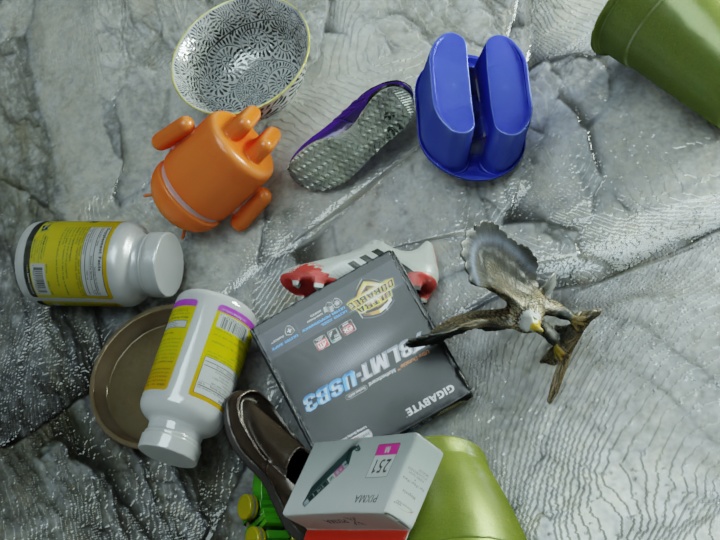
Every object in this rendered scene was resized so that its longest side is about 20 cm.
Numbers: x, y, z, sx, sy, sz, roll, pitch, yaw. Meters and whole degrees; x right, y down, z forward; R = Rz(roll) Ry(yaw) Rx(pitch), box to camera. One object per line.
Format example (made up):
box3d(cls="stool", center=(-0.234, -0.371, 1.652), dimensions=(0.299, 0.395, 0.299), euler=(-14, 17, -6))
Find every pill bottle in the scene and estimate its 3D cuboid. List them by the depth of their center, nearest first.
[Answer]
box3d(cls="pill bottle", center=(-0.200, 0.130, 1.641), dimensions=(0.104, 0.104, 0.200), euler=(7, 64, 22))
box3d(cls="pill bottle", center=(-0.340, -0.009, 1.792), dimensions=(0.200, 0.112, 0.113), euler=(1, 63, 18))

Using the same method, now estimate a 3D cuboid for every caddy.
box3d(cls="caddy", center=(0.143, -0.210, 1.753), dimensions=(0.141, 0.105, 0.200), euler=(2, 60, -6))

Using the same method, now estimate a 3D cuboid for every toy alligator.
box3d(cls="toy alligator", center=(-0.105, 0.322, 1.569), dimensions=(0.054, 0.059, 0.200), euler=(-48, 47, 38))

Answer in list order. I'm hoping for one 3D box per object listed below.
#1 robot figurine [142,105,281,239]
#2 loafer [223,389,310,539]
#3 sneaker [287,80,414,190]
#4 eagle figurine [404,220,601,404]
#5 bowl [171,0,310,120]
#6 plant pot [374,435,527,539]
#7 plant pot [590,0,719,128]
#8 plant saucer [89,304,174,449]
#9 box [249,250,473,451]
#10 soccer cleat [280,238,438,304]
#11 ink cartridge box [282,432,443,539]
box3d(cls="robot figurine", center=(-0.195, -0.130, 1.791), dimensions=(0.200, 0.144, 0.117), euler=(-40, 50, 23))
box3d(cls="loafer", center=(-0.085, 0.215, 1.586), dimensions=(0.200, 0.073, 0.071), euler=(55, 129, 16))
box3d(cls="sneaker", center=(-0.007, -0.183, 1.812), dimensions=(0.200, 0.070, 0.100), euler=(-34, 19, 19))
box3d(cls="eagle figurine", center=(0.165, 0.042, 1.545), dimensions=(0.200, 0.151, 0.152), euler=(21, 67, -12))
box3d(cls="bowl", center=(-0.151, -0.272, 1.887), dimensions=(0.200, 0.094, 0.201), euler=(-8, 60, 15))
box3d(cls="plant pot", center=(0.087, 0.287, 1.455), dimensions=(0.200, 0.200, 0.193), euler=(-17, 47, 8))
box3d(cls="plant pot", center=(0.417, -0.278, 1.665), dimensions=(0.200, 0.200, 0.190), euler=(-38, 69, -5))
box3d(cls="plant saucer", center=(-0.247, 0.137, 1.731), dimensions=(0.200, 0.029, 0.200), euler=(-8, 61, 14))
box3d(cls="box", center=(0.001, 0.109, 1.621), dimensions=(0.200, 0.050, 0.199), euler=(-29, 75, 2))
box3d(cls="soccer cleat", center=(0.000, 0.000, 1.706), dimensions=(0.200, 0.069, 0.085), euler=(-1, 56, 13))
box3d(cls="ink cartridge box", center=(-0.016, 0.259, 1.428), dimensions=(0.200, 0.044, 0.174), euler=(-15, 42, 54))
